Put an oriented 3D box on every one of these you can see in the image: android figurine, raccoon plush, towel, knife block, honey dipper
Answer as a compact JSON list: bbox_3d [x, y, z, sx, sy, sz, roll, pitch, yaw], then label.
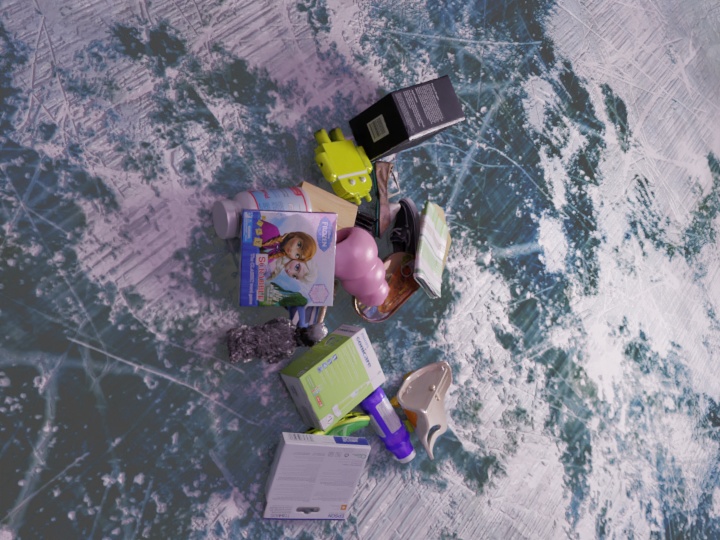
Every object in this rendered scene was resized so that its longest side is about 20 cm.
[{"bbox_3d":[-0.037,-0.249,1.562,0.182,0.041,0.201,-20,83,-52],"label":"android figurine"},{"bbox_3d":[-0.186,0.132,1.346,0.134,0.200,0.097,4,61,-52],"label":"raccoon plush"},{"bbox_3d":[0.176,-0.048,1.577,0.149,0.031,0.201,47,49,-56],"label":"towel"},{"bbox_3d":[-0.051,-0.139,1.550,0.175,0.064,0.201,-30,98,-33],"label":"knife block"},{"bbox_3d":[-0.093,0.116,1.500,0.038,0.038,0.201,23,74,-27],"label":"honey dipper"}]

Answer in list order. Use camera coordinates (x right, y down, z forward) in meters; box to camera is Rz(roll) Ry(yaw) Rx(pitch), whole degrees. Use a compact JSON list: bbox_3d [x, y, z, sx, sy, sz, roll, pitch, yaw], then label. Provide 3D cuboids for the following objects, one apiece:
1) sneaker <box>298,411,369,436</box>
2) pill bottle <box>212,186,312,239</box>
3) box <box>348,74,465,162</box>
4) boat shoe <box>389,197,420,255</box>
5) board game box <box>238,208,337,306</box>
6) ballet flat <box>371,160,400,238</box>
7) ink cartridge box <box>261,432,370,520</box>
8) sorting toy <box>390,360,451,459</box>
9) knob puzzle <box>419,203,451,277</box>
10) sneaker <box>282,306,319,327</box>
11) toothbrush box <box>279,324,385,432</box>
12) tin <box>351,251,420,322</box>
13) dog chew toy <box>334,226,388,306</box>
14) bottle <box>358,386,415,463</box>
[{"bbox_3d":[-0.067,0.377,1.450,0.199,0.074,0.084,-24,103,-22],"label":"sneaker"},{"bbox_3d":[-0.213,-0.121,1.416,0.199,0.109,0.109,-10,87,-34],"label":"pill bottle"},{"bbox_3d":[0.113,-0.372,1.613,0.196,0.200,0.125,-24,94,-33],"label":"box"},{"bbox_3d":[0.107,-0.085,1.642,0.068,0.072,0.201,-4,91,-34],"label":"boat shoe"},{"bbox_3d":[-0.152,-0.025,1.358,0.198,0.041,0.201,0,100,-16],"label":"board game box"},{"bbox_3d":[0.066,-0.180,1.622,0.067,0.068,0.201,-2,83,-2],"label":"ballet flat"},{"bbox_3d":[-0.098,0.442,1.390,0.199,0.041,0.201,11,109,-23],"label":"ink cartridge box"},{"bbox_3d":[0.163,0.352,1.578,0.200,0.106,0.181,-49,123,-54],"label":"sorting toy"},{"bbox_3d":[0.176,-0.080,1.646,0.219,0.030,0.221,-4,95,-64],"label":"knob puzzle"},{"bbox_3d":[-0.127,0.059,1.444,0.082,0.074,0.201,13,87,-2],"label":"sneaker"},{"bbox_3d":[-0.058,0.237,1.453,0.200,0.086,0.146,-35,113,-30],"label":"toothbrush box"},{"bbox_3d":[0.064,0.038,1.580,0.200,0.042,0.112,-43,109,-12],"label":"tin"},{"bbox_3d":[0.000,0.000,1.477,0.125,0.124,0.200,-49,123,-29],"label":"dog chew toy"},{"bbox_3d":[0.063,0.361,1.523,0.065,0.083,0.201,-34,105,-11],"label":"bottle"}]
